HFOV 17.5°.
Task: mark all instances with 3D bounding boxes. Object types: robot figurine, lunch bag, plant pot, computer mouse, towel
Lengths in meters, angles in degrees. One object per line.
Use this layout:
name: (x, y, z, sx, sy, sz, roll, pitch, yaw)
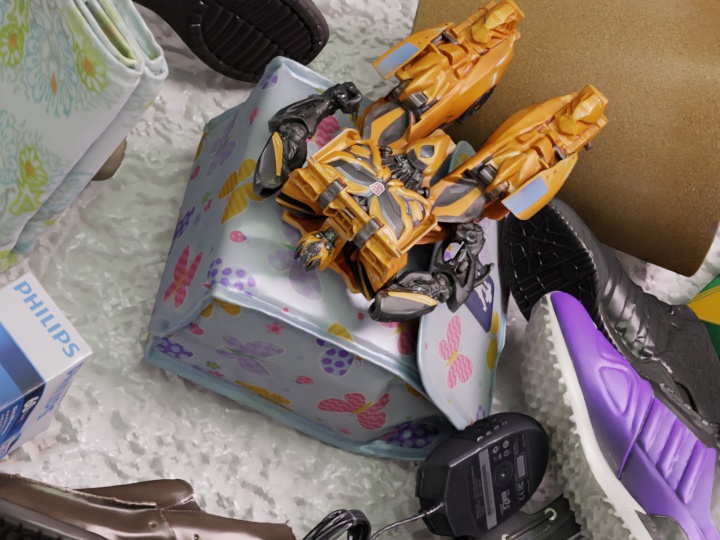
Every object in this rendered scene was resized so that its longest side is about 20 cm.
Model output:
robot figurine: (0.037, -0.062, 1.265, 0.145, 0.058, 0.200, 46, 56, 7)
lunch bag: (0.000, 0.000, 1.326, 0.200, 0.127, 0.170, 28, 56, -21)
plant pot: (0.126, -0.110, 1.413, 0.200, 0.186, 0.187, 14, 58, 1)
computer mouse: (0.024, 0.129, 1.255, 0.200, 0.059, 0.034, -24, 32, -34)
towel: (-0.195, -0.118, 1.260, 0.048, 0.200, 0.171, -15, 69, -42)

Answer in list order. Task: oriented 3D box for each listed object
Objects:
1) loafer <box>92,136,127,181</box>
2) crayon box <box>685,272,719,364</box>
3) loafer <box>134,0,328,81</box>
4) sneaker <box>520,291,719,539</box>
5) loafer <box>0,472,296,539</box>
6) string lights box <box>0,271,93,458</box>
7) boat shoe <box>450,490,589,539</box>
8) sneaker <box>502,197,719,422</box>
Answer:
loafer: (-0.199, -0.140, 1.344, 0.067, 0.076, 0.200, -15, 70, -36)
crayon box: (0.306, 0.040, 1.403, 0.200, 0.058, 0.119, 16, 43, 41)
loafer: (-0.094, -0.182, 1.372, 0.200, 0.073, 0.071, 34, 30, -42)
sneaker: (0.162, 0.098, 1.299, 0.099, 0.070, 0.200, -15, 68, -18)
loafer: (-0.119, 0.145, 1.235, 0.200, 0.073, 0.071, 20, 47, -18)
string lights box: (-0.239, 0.090, 1.185, 0.200, 0.103, 0.059, -34, 79, -34)
boat shoe: (0.086, 0.158, 1.311, 0.200, 0.070, 0.066, -26, 68, -32)
sneaker: (0.160, 0.039, 1.381, 0.200, 0.060, 0.104, 60, 31, 4)
